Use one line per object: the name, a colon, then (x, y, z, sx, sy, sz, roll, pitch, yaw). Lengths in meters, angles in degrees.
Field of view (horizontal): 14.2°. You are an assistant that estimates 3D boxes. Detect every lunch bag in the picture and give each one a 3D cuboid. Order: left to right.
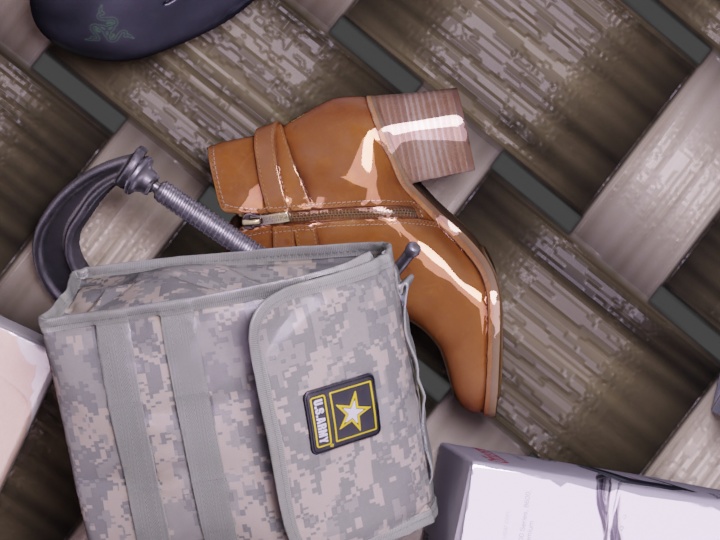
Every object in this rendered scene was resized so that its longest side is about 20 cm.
lunch bag: (-0.060, 0.076, 1.611, 0.199, 0.118, 0.165, -8, 105, 8)

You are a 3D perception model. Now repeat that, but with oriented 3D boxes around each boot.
boot: (0.000, 0.000, 1.683, 0.155, 0.077, 0.201, -12, 102, 2)

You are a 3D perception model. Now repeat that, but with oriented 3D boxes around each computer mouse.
computer mouse: (-0.096, -0.183, 1.654, 0.200, 0.053, 0.139, -32, 130, 2)

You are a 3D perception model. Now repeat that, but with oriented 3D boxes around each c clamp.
c clamp: (-0.086, -0.004, 1.663, 0.199, 0.027, 0.171, 30, 124, -1)

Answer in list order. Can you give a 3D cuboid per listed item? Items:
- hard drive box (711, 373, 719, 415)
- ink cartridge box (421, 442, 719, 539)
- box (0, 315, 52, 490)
hard drive box: (0.326, 0.035, 1.712, 0.199, 0.077, 0.157, 13, 91, -6)
ink cartridge box: (0.142, 0.158, 1.663, 0.199, 0.145, 0.085, 9, 89, -6)
box: (-0.251, 0.116, 1.658, 0.095, 0.078, 0.201, 24, 90, -5)
